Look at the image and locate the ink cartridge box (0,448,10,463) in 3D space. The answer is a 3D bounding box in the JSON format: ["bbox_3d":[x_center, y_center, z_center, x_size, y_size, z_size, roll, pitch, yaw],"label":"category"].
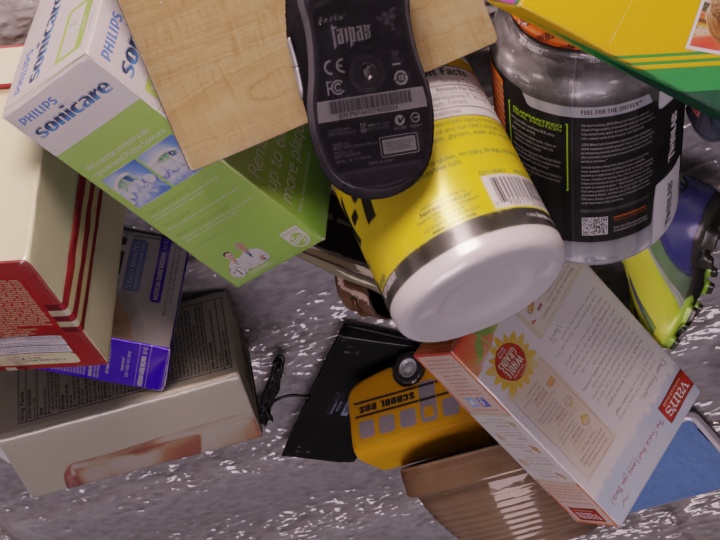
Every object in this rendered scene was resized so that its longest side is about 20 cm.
[{"bbox_3d":[-0.330,0.089,1.210,0.109,0.051,0.200,-20,133,26],"label":"ink cartridge box"}]

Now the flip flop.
[{"bbox_3d":[0.000,0.000,1.050,0.199,0.081,0.058,27,131,-18],"label":"flip flop"}]

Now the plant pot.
[{"bbox_3d":[0.141,0.185,1.169,0.200,0.093,0.201,-16,172,-2],"label":"plant pot"}]

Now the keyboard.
[{"bbox_3d":[-0.034,0.110,1.230,0.126,0.021,0.200,9,139,-15],"label":"keyboard"}]

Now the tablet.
[{"bbox_3d":[0.248,0.192,1.304,0.199,0.014,0.130,-21,134,28],"label":"tablet"}]

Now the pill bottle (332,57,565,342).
[{"bbox_3d":[0.037,-0.067,0.861,0.114,0.201,0.114,-20,155,-10],"label":"pill bottle"}]

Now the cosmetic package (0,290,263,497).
[{"bbox_3d":[-0.189,0.102,1.134,0.199,0.104,0.087,-14,135,0],"label":"cosmetic package"}]

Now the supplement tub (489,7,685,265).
[{"bbox_3d":[0.145,-0.109,0.876,0.122,0.123,0.200,-2,140,7],"label":"supplement tub"}]

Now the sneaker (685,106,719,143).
[{"bbox_3d":[0.238,-0.130,0.879,0.084,0.075,0.200,-23,133,23],"label":"sneaker"}]

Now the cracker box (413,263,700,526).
[{"bbox_3d":[0.152,0.079,1.045,0.200,0.134,0.058,46,155,-17],"label":"cracker box"}]

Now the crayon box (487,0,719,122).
[{"bbox_3d":[0.189,-0.197,0.737,0.172,0.058,0.201,22,98,-21],"label":"crayon box"}]

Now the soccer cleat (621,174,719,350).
[{"bbox_3d":[0.227,-0.004,1.055,0.083,0.065,0.201,28,148,19],"label":"soccer cleat"}]

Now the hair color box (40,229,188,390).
[{"bbox_3d":[-0.240,0.017,1.070,0.199,0.110,0.065,10,140,-7],"label":"hair color box"}]

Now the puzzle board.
[{"bbox_3d":[-0.036,-0.165,0.796,0.199,0.017,0.151,-24,102,-8],"label":"puzzle board"}]

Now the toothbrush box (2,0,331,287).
[{"bbox_3d":[-0.111,-0.108,0.882,0.086,0.146,0.200,-28,129,34],"label":"toothbrush box"}]

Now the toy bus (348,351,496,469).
[{"bbox_3d":[0.090,0.103,1.153,0.199,0.079,0.065,-19,151,25],"label":"toy bus"}]

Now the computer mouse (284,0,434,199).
[{"bbox_3d":[0.019,-0.148,0.783,0.140,0.201,0.046,-16,-173,-14],"label":"computer mouse"}]

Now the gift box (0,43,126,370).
[{"bbox_3d":[-0.264,-0.041,0.949,0.183,0.188,0.200,-1,154,4],"label":"gift box"}]
